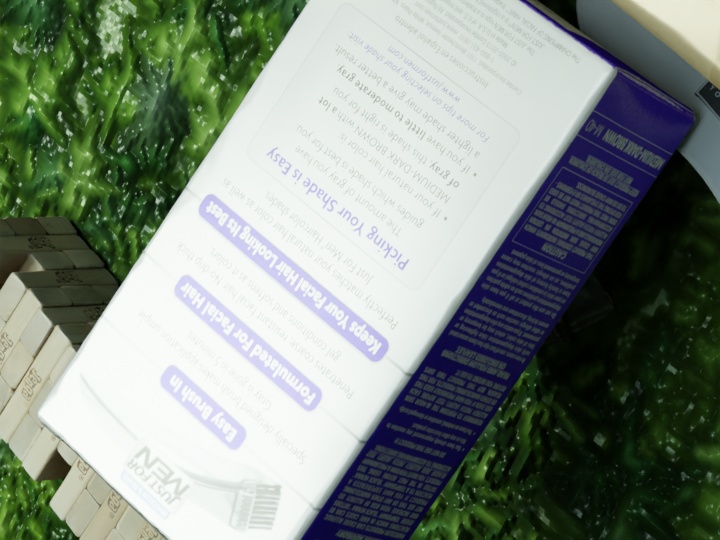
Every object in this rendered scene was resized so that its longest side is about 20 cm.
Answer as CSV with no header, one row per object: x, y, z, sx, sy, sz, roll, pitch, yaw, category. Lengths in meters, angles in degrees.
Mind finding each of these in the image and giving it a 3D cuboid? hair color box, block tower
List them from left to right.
-0.093,0.059,1.081,0.200,0.058,0.054,48,119,26,block tower
0.000,0.000,0.899,0.109,0.065,0.200,40,99,32,hair color box

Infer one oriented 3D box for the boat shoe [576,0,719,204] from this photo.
0.141,-0.028,0.892,0.069,0.057,0.200,-41,66,22,boat shoe

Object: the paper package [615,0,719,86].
0.164,-0.137,0.772,0.103,0.200,0.191,43,115,28,paper package

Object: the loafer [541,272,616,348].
0.040,-0.067,0.974,0.072,0.073,0.201,-10,82,13,loafer
